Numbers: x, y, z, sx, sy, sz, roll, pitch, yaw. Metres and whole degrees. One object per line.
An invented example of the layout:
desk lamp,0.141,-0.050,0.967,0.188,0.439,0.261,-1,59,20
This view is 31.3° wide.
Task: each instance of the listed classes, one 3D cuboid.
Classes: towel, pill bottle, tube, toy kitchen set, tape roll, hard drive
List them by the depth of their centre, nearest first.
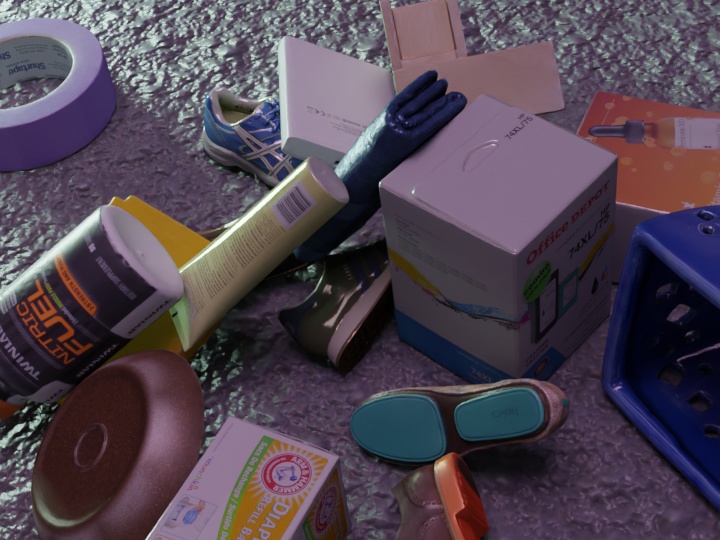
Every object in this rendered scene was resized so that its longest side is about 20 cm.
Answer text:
tube,-0.097,-0.018,1.112,0.200,0.052,0.058,-40,13,19
pill bottle,-0.259,0.043,1.115,0.200,0.106,0.106,-39,48,10
towel,0.008,-0.090,1.151,0.049,0.200,0.112,46,44,4
hard drive,-0.021,-0.169,1.350,0.132,0.027,0.200,16,37,-17
toy kitchen set,0.121,-0.186,1.369,0.163,0.180,0.200,-10,86,3
tape roll,-0.385,-0.204,1.466,0.200,0.066,0.200,-5,46,5

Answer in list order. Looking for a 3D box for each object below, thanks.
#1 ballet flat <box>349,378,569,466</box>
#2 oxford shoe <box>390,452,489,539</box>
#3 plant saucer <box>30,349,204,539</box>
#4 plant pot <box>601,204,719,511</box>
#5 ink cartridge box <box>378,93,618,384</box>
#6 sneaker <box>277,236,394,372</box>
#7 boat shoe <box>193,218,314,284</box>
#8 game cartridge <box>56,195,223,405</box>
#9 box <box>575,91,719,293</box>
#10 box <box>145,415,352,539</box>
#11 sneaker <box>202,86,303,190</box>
ballet flat,0.086,0.126,1.077,0.200,0.068,0.067,-7,-1,35
oxford shoe,0.066,0.239,0.992,0.073,0.071,0.200,-24,41,15
plant saucer,-0.210,0.150,1.054,0.200,0.037,0.201,-25,48,31
plant pot,0.332,0.058,1.028,0.180,0.200,0.200,-23,48,-22
ink cartridge box,0.122,-0.018,1.120,0.146,0.200,0.147,30,58,31
sneaker,0.000,0.000,1.212,0.090,0.067,0.200,25,58,22
boat shoe,-0.132,-0.005,1.239,0.200,0.070,0.070,-10,39,10
game cartridge,-0.219,0.041,1.187,0.176,0.032,0.200,30,78,31
box,0.295,-0.067,1.206,0.200,0.106,0.152,13,51,20
box,-0.098,0.229,0.983,0.101,0.113,0.200,17,51,21
sneaker,-0.087,-0.132,1.345,0.200,0.077,0.076,20,51,21
